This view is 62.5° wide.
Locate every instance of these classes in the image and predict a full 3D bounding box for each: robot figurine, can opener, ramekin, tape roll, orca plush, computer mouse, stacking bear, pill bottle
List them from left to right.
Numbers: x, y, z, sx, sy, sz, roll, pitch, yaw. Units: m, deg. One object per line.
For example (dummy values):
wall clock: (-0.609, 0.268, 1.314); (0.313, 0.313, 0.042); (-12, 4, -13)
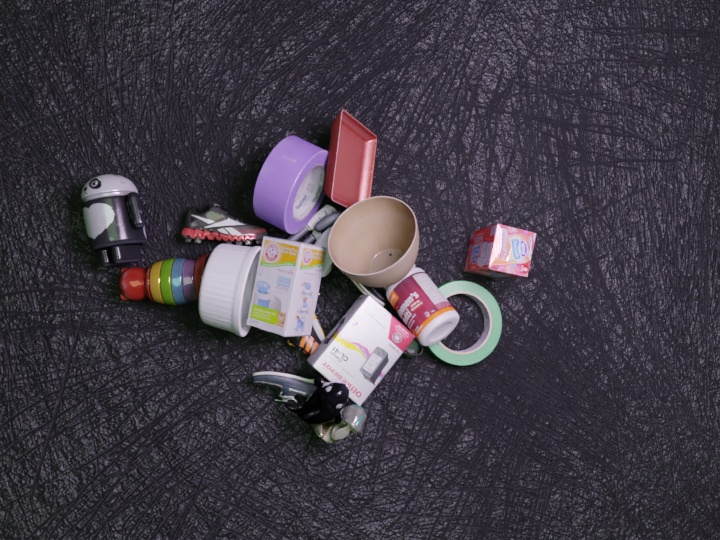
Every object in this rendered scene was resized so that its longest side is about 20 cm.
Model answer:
robot figurine: (-0.547, -0.111, 1.316); (0.149, 0.125, 0.202); (-10, 89, -9)
stacking bear: (-0.439, 0.027, 1.335); (0.198, 0.114, 0.123); (-3, 88, -2)
ramekin: (-0.282, 0.037, 1.308); (0.097, 0.200, 0.203); (12, 86, 2)
tape roll: (-0.148, -0.189, 1.319); (0.084, 0.200, 0.201); (27, 85, 12)
can opener: (-0.130, -0.082, 1.395); (0.200, 0.066, 0.053); (-40, 89, -1)
orca plush: (-0.105, 0.289, 1.265); (0.071, 0.199, 0.106); (-17, 91, -44)
computer mouse: (-0.095, -0.027, 1.362); (0.109, 0.044, 0.201); (37, 95, 32)
pill bottle: (0.127, 0.064, 1.359); (0.109, 0.110, 0.201); (-33, 62, -6)
tape roll: (0.240, 0.126, 1.434); (0.198, 0.048, 0.203); (0, 88, -7)

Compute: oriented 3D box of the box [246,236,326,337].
box: (-0.162, 0.034, 1.309); (0.112, 0.101, 0.202); (13, 92, 29)

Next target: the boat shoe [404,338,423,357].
boat shoe: (0.066, 0.141, 1.408); (0.199, 0.057, 0.069); (31, 85, -4)

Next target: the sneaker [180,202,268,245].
sneaker: (-0.311, -0.107, 1.369); (0.198, 0.071, 0.099); (4, 89, -5)

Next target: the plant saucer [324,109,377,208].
plant saucer: (-0.025, -0.240, 1.363); (0.036, 0.200, 0.202); (5, 86, 24)

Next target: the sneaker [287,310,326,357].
sneaker: (-0.121, 0.171, 1.385); (0.089, 0.070, 0.202); (-22, 86, -1)

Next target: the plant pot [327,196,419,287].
plant pot: (0.043, -0.042, 1.301); (0.198, 0.135, 0.202); (-10, 56, 16)

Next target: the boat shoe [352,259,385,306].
boat shoe: (0.000, 0.000, 1.400); (0.062, 0.075, 0.201); (-37, 87, 0)

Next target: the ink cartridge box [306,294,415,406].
ink cartridge box: (0.001, 0.175, 1.320); (0.147, 0.086, 0.200); (41, 79, -9)

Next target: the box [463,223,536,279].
box: (0.317, -0.039, 1.372); (0.094, 0.200, 0.104); (13, 86, -5)

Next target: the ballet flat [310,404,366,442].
ballet flat: (-0.061, 0.349, 1.319); (0.067, 0.200, 0.064); (37, 50, -18)

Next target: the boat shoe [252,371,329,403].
boat shoe: (-0.155, 0.275, 1.373); (0.198, 0.075, 0.063); (12, 75, -15)
